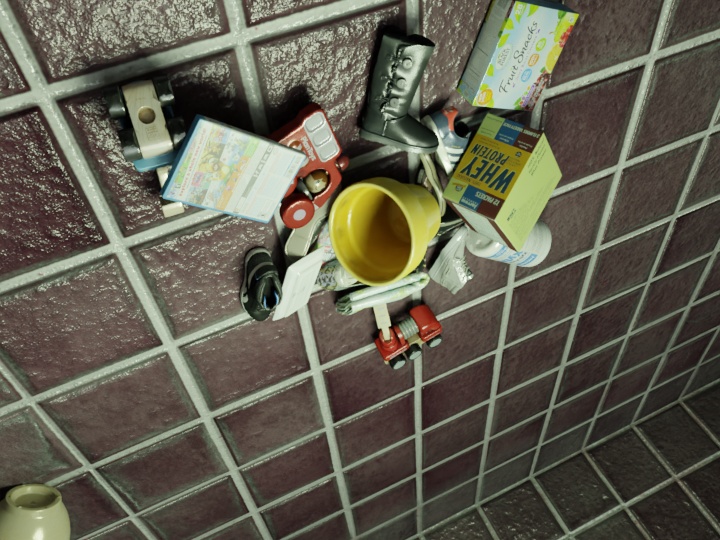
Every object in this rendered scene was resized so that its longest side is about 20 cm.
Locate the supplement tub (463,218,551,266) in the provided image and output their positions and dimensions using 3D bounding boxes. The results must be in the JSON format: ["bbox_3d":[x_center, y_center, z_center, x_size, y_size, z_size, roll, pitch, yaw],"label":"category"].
[{"bbox_3d":[0.358,-0.085,1.508,0.198,0.133,0.133,10,125,-38],"label":"supplement tub"}]

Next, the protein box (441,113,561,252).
[{"bbox_3d":[0.303,-0.180,1.305,0.201,0.134,0.199,-60,147,-1],"label":"protein box"}]

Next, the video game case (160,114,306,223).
[{"bbox_3d":[-0.199,-0.155,0.984,0.198,0.018,0.144,11,124,-43],"label":"video game case"}]

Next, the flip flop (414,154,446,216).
[{"bbox_3d":[0.139,-0.194,1.307,0.057,0.082,0.201,-18,140,10],"label":"flip flop"}]

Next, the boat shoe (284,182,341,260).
[{"bbox_3d":[-0.098,-0.113,1.256,0.066,0.057,0.202,28,113,-7],"label":"boat shoe"}]

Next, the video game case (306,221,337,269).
[{"bbox_3d":[-0.039,-0.065,1.360,0.141,0.018,0.201,9,124,-38],"label":"video game case"}]

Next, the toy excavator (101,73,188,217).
[{"bbox_3d":[-0.326,-0.193,0.992,0.098,0.200,0.198,-18,94,-14],"label":"toy excavator"}]

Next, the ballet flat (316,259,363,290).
[{"bbox_3d":[0.000,0.000,1.364,0.197,0.073,0.073,-10,136,-13],"label":"ballet flat"}]

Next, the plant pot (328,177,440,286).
[{"bbox_3d":[0.066,-0.093,1.240,0.188,0.200,0.203,-27,150,-52],"label":"plant pot"}]

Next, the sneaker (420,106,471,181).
[{"bbox_3d":[0.196,-0.253,1.279,0.084,0.076,0.201,-30,140,4],"label":"sneaker"}]

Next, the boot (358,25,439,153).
[{"bbox_3d":[0.094,-0.324,1.126,0.162,0.066,0.202,8,126,-13],"label":"boot"}]

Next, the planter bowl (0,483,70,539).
[{"bbox_3d":[-0.765,0.582,1.424,0.198,0.199,0.137,11,97,-39],"label":"planter bowl"}]

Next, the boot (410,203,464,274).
[{"bbox_3d":[0.151,-0.073,1.435,0.200,0.074,0.155,-18,141,-9],"label":"boot"}]

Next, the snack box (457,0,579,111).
[{"bbox_3d":[0.299,-0.417,1.188,0.166,0.068,0.202,-4,131,-30],"label":"snack box"}]

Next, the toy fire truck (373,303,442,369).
[{"bbox_3d":[0.108,0.137,1.596,0.174,0.130,0.201,-29,150,-4],"label":"toy fire truck"}]

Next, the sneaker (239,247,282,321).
[{"bbox_3d":[-0.208,0.062,1.304,0.072,0.113,0.202,-13,136,-20],"label":"sneaker"}]

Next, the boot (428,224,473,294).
[{"bbox_3d":[0.238,-0.022,1.484,0.074,0.095,0.201,-46,169,-32],"label":"boot"}]

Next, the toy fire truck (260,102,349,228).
[{"bbox_3d":[-0.104,-0.186,1.124,0.167,0.113,0.201,-32,141,-1],"label":"toy fire truck"}]

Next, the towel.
[{"bbox_3d":[0.048,0.057,1.442,0.197,0.049,0.171,-17,177,-15],"label":"towel"}]

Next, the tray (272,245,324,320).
[{"bbox_3d":[-0.130,0.035,1.337,0.107,0.022,0.201,-33,159,-36],"label":"tray"}]
